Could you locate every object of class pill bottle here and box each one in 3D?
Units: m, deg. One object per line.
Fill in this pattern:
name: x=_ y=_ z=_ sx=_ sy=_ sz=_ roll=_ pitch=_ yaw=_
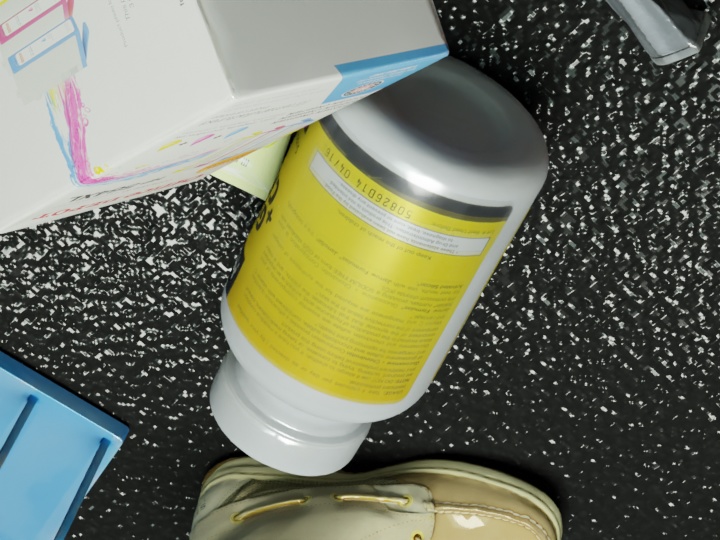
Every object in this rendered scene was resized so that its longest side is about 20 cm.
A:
pill bottle: x=0.000 y=0.000 z=0.915 sx=0.112 sy=0.112 sz=0.200 roll=25 pitch=122 yaw=-4

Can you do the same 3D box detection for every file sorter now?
file sorter: x=-0.255 y=0.112 z=1.031 sx=0.200 sy=0.123 sz=0.139 roll=32 pitch=122 yaw=-9

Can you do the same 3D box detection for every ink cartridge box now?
ink cartridge box: x=-0.089 y=-0.105 z=0.815 sx=0.200 sy=0.128 sz=0.125 roll=-23 pitch=86 yaw=45

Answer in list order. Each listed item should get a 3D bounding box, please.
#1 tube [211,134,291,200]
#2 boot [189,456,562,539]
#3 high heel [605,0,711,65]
tube: x=-0.040 y=-0.119 z=0.892 sx=0.058 sy=0.052 sz=0.200 roll=52 pitch=132 yaw=27
boot: x=-0.001 y=0.165 z=0.990 sx=0.200 sy=0.156 sz=0.073 roll=5 pitch=122 yaw=9
high heel: x=0.159 y=-0.177 z=0.796 sx=0.200 sy=0.071 sz=0.143 roll=-27 pitch=119 yaw=34
